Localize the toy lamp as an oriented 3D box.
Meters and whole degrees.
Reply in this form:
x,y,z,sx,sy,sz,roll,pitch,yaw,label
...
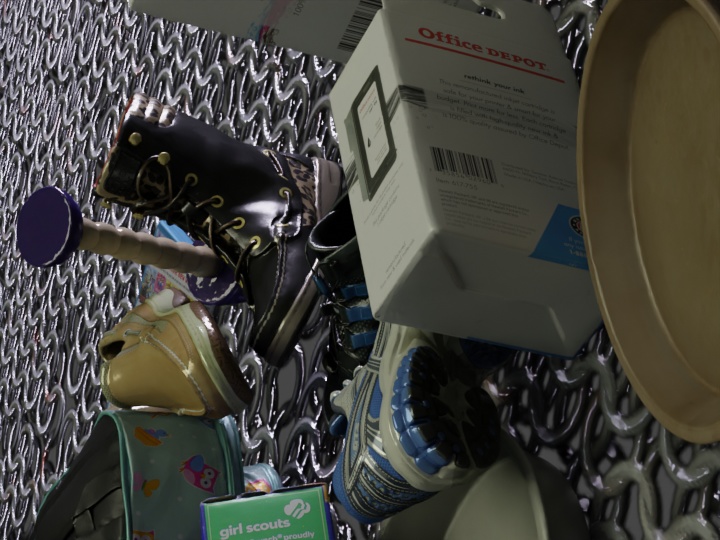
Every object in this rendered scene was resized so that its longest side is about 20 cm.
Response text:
x,y,z,sx,sy,sz,roll,pitch,yaw,label
-0.132,-0.011,1.335,0.058,0.200,0.058,-7,78,39,toy lamp

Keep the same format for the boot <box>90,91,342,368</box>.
x,y,z,sx,sy,sz,roll,pitch,yaw,label
-0.091,-0.031,1.257,0.200,0.150,0.073,-81,18,-54,boot

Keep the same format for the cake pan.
x,y,z,sx,sy,sz,roll,pitch,yaw,label
0.057,0.175,1.015,0.200,0.037,0.201,-168,90,-67,cake pan

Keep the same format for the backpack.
x,y,z,sx,sy,sz,roll,pitch,yaw,label
-0.124,0.181,1.277,0.200,0.153,0.176,113,155,-54,backpack

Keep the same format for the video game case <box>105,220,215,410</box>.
x,y,z,sx,sy,sz,roll,pitch,yaw,label
-0.158,0.076,1.575,0.143,0.018,0.200,-137,61,-64,video game case

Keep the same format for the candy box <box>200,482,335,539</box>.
x,y,z,sx,sy,sz,roll,pitch,yaw,label
-0.038,0.244,1.084,0.169,0.077,0.200,89,171,-47,candy box

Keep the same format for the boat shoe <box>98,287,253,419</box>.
x,y,z,sx,sy,sz,roll,pitch,yaw,label
-0.120,0.061,1.239,0.072,0.076,0.200,66,169,-9,boat shoe

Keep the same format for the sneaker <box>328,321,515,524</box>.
x,y,z,sx,sy,sz,roll,pitch,yaw,label
0.021,0.055,1.025,0.085,0.077,0.200,-42,12,24,sneaker

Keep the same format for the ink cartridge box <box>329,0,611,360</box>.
x,y,z,sx,sy,sz,roll,pitch,yaw,label
0.055,-0.059,1.030,0.068,0.116,0.200,-56,31,39,ink cartridge box

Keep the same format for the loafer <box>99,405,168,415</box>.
x,y,z,sx,sy,sz,roll,pitch,yaw,label
-0.157,0.183,1.452,0.076,0.067,0.200,-43,45,53,loafer

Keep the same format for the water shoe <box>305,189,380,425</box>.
x,y,z,sx,sy,sz,roll,pitch,yaw,label
0.000,0.000,1.173,0.072,0.079,0.200,-125,51,-59,water shoe

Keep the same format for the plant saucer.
x,y,z,sx,sy,sz,roll,pitch,yaw,label
0.140,-0.027,0.863,0.200,0.029,0.201,173,90,-76,plant saucer

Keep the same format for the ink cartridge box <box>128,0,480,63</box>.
x,y,z,sx,sy,sz,roll,pitch,yaw,label
-0.028,-0.225,1.188,0.147,0.200,0.146,-61,29,33,ink cartridge box
